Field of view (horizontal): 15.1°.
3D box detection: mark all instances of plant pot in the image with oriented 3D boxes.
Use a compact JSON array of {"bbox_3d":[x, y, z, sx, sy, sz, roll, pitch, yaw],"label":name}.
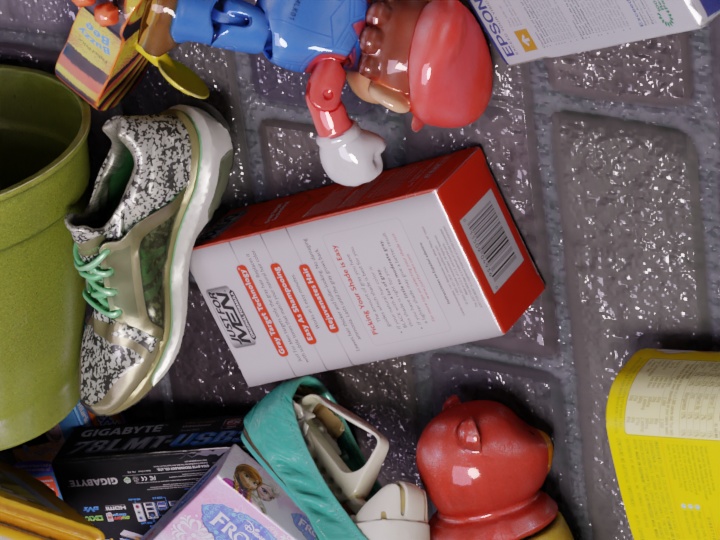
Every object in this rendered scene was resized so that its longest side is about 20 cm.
[{"bbox_3d":[-0.250,0.003,1.677,0.200,0.200,0.193,10,124,28],"label":"plant pot"}]

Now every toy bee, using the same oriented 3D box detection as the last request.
[{"bbox_3d":[-0.143,-0.162,1.580,0.131,0.109,0.200,24,130,20],"label":"toy bee"}]

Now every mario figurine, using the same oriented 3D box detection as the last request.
[{"bbox_3d":[-0.023,-0.126,1.526,0.200,0.106,0.124,20,110,-7],"label":"mario figurine"}]

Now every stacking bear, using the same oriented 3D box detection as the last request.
[{"bbox_3d":[0.087,0.175,1.652,0.114,0.121,0.200,-13,102,1],"label":"stacking bear"}]

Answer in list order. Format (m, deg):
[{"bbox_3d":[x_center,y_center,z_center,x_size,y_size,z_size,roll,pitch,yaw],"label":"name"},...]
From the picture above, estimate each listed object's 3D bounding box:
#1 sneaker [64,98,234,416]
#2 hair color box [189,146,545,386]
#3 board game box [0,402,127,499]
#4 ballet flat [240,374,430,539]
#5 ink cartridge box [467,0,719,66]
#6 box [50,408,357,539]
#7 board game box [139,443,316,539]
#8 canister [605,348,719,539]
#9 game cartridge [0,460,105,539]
[{"bbox_3d":[-0.149,-0.011,1.627,0.077,0.089,0.200,25,103,47],"label":"sneaker"},{"bbox_3d":[0.000,0.000,1.625,0.200,0.061,0.102,-12,111,37],"label":"hair color box"},{"bbox_3d":[-0.232,0.107,1.856,0.152,0.045,0.200,-4,117,35],"label":"board game box"},{"bbox_3d":[-0.001,0.137,1.627,0.070,0.067,0.200,-53,55,22],"label":"ballet flat"},{"bbox_3d":[0.091,-0.208,1.423,0.196,0.043,0.200,59,158,-13],"label":"ink cartridge box"},{"bbox_3d":[-0.082,0.191,1.785,0.200,0.050,0.199,-6,117,20],"label":"box"},{"bbox_3d":[-0.068,0.240,1.756,0.200,0.041,0.200,39,121,-7],"label":"board game box"},{"bbox_3d":[0.249,0.114,1.523,0.200,0.087,0.149,2,120,34],"label":"canister"},{"bbox_3d":[-0.269,0.130,1.726,0.176,0.032,0.200,21,-178,-24],"label":"game cartridge"}]
